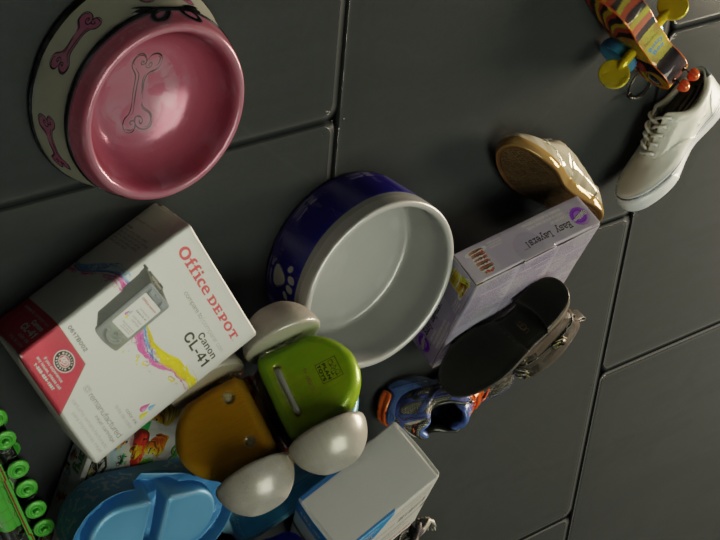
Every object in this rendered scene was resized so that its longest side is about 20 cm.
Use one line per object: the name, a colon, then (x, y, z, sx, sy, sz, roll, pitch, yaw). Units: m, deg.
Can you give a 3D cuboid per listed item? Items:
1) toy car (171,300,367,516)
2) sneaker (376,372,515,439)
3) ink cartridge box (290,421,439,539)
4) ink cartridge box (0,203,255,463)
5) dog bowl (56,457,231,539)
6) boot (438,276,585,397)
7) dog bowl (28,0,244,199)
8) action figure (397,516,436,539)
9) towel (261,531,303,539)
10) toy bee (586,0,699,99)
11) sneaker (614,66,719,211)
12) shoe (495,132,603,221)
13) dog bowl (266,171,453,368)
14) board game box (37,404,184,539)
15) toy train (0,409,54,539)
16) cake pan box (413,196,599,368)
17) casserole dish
toy car: (-0.084, 0.144, 1.549, 0.199, 0.176, 0.150, -30, 160, 4)
sneaker: (0.114, 0.159, 1.857, 0.199, 0.078, 0.076, -20, 131, -33)
ink cartridge box: (0.000, 0.274, 1.766, 0.146, 0.086, 0.200, -36, 167, -19)
ink cartridge box: (-0.220, 0.057, 1.448, 0.199, 0.085, 0.148, -38, 123, -14)
dog bowl: (-0.222, 0.250, 1.576, 0.199, 0.049, 0.112, -7, 122, -41)
boot: (0.186, 0.098, 1.817, 0.199, 0.069, 0.174, -38, 158, -3)
dog bowl: (-0.188, -0.152, 1.359, 0.199, 0.074, 0.202, -23, 131, -29)
action figure: (0.058, 0.377, 1.943, 0.199, 0.102, 0.119, 32, 130, -12)
towel: (-0.173, 0.340, 1.707, 0.199, 0.050, 0.148, -7, 152, -43)
toy bee: (0.335, -0.254, 1.750, 0.199, 0.108, 0.132, 17, 104, -48)
sneaker: (0.369, -0.165, 1.882, 0.201, 0.073, 0.071, -53, 131, -13)
shoe: (0.218, -0.114, 1.786, 0.200, 0.069, 0.054, 35, 50, -45)
dog bowl: (0.000, 0.000, 1.638, 0.199, 0.079, 0.202, -24, 131, -30)
board game box: (-0.246, 0.206, 1.588, 0.126, 0.035, 0.202, 5, 114, -45)
toy train: (-0.347, 0.196, 1.485, 0.056, 0.042, 0.201, -24, 133, -15)
cake pan box: (0.169, 0.013, 1.776, 0.199, 0.052, 0.185, -26, 159, -27)
casserole dish: (-0.089, 0.222, 1.743, 0.199, 0.039, 0.122, -32, 136, -22)
